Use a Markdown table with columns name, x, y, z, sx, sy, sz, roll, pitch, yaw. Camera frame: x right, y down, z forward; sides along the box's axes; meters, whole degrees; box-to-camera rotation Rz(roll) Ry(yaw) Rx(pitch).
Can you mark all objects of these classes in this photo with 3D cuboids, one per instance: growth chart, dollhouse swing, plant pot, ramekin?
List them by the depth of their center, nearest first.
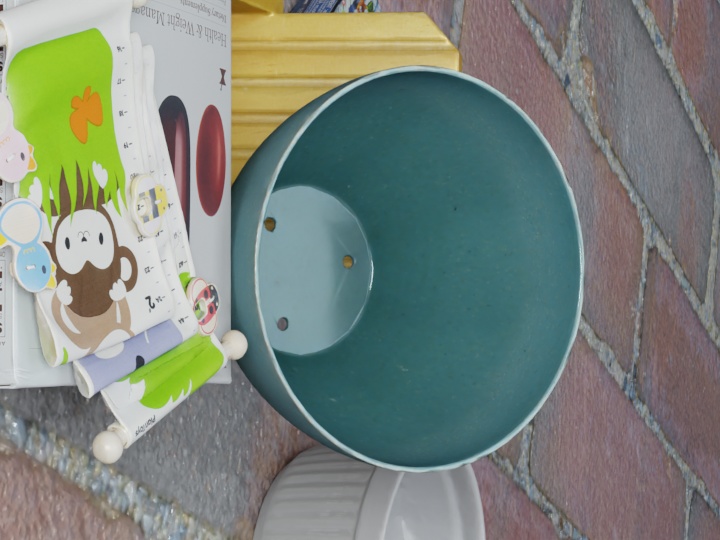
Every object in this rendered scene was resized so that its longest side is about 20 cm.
| name | x | y | z | sx | sy | sz | roll | pitch | yaw |
| --- | --- | --- | --- | --- | --- | --- | --- | --- | --- |
| growth chart | -0.105 | -0.023 | 0.792 | 0.145 | 0.018 | 0.202 | -48 | 131 | -55 |
| plant pot | 0.000 | 0.000 | 1.005 | 0.198 | 0.134 | 0.203 | 0 | 89 | -32 |
| dollhouse swing | -0.053 | -0.071 | 1.080 | 0.181 | 0.174 | 0.202 | 9 | 83 | -66 |
| ramekin | 0.005 | 0.208 | 1.293 | 0.200 | 0.104 | 0.203 | 0 | 90 | -66 |

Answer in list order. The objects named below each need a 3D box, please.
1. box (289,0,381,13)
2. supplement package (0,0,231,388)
| name | x | y | z | sx | sy | sz | roll | pitch | yaw |
| --- | --- | --- | --- | --- | --- | --- | --- | --- | --- |
| box | -0.008 | -0.097 | 1.346 | 0.137 | 0.039 | 0.201 | -62 | 144 | -45 |
| supplement package | -0.162 | -0.047 | 0.865 | 0.191 | 0.146 | 0.202 | 4 | 85 | -66 |
